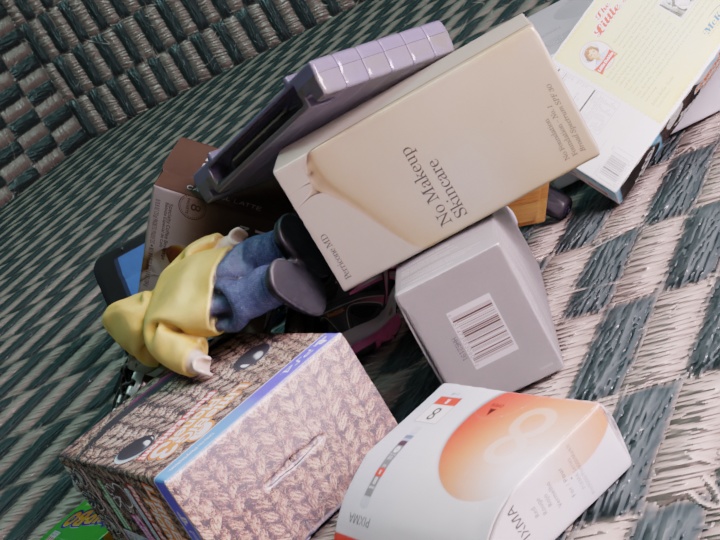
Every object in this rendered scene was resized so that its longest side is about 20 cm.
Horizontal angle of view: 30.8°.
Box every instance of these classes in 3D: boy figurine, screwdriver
[{"bbox_3d":[-0.116,0.029,0.966,0.200,0.064,0.124,-24,45,35],"label":"boy figurine"},{"bbox_3d":[0.100,-0.095,1.166,0.200,0.029,0.028,29,85,28],"label":"screwdriver"}]

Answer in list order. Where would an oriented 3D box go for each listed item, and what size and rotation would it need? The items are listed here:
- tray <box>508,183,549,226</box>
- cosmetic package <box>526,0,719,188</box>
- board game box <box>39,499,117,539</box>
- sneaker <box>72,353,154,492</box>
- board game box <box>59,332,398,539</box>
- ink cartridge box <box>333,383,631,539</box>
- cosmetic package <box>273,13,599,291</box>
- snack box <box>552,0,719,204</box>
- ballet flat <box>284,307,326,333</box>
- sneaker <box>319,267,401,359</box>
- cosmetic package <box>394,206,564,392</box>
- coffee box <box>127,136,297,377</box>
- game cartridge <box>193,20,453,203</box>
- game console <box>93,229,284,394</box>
[{"bbox_3d":[0.054,-0.062,1.062,0.200,0.099,0.037,-12,51,-7],"label":"tray"},{"bbox_3d":[0.242,-0.196,1.239,0.199,0.123,0.200,-26,16,13],"label":"cosmetic package"},{"bbox_3d":[-0.168,0.172,1.055,0.200,0.030,0.095,-37,16,-28],"label":"board game box"},{"bbox_3d":[-0.199,0.117,1.169,0.077,0.082,0.200,-17,21,40],"label":"sneaker"},{"bbox_3d":[-0.095,0.128,0.929,0.159,0.097,0.200,-40,18,-28],"label":"board game box"},{"bbox_3d":[0.032,0.143,0.749,0.200,0.050,0.162,-35,16,-25],"label":"ink cartridge box"},{"bbox_3d":[0.051,-0.082,0.906,0.200,0.104,0.073,-30,15,9],"label":"cosmetic package"},{"bbox_3d":[0.227,-0.170,1.096,0.200,0.116,0.037,-54,-22,0],"label":"snack box"},{"bbox_3d":[-0.050,0.040,1.171,0.046,0.067,0.200,-19,25,11],"label":"ballet flat"},{"bbox_3d":[0.000,0.000,1.155,0.080,0.086,0.200,-26,17,13],"label":"sneaker"},{"bbox_3d":[0.083,0.007,0.956,0.090,0.107,0.200,-28,15,9],"label":"cosmetic package"},{"bbox_3d":[-0.123,0.004,1.104,0.080,0.114,0.200,-71,-2,-53],"label":"coffee box"},{"bbox_3d":[-0.031,-0.116,0.967,0.130,0.038,0.200,-29,-2,-36],"label":"game cartridge"},{"bbox_3d":[-0.188,0.019,1.376,0.200,0.118,0.171,-29,16,9],"label":"game console"}]
